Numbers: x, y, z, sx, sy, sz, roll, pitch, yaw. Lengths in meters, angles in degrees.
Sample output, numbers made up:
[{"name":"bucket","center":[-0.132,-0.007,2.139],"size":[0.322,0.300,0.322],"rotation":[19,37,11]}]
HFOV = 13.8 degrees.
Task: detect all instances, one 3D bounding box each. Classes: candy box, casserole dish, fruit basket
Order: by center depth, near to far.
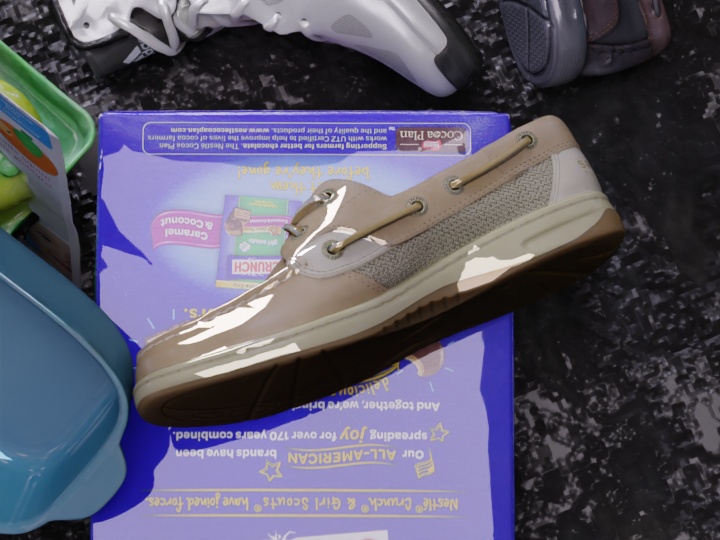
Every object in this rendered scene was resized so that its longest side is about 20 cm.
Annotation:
[{"name":"casserole dish","center":[-0.168,0.017,1.128],"size":[0.200,0.121,0.039],"rotation":[38,40,-5]},{"name":"fruit basket","center":[-0.184,-0.073,1.153],"size":[0.185,0.200,0.094],"rotation":[40,82,8]},{"name":"candy box","center":[-0.023,0.041,1.188],"size":[0.168,0.077,0.201],"rotation":[1,78,1]}]

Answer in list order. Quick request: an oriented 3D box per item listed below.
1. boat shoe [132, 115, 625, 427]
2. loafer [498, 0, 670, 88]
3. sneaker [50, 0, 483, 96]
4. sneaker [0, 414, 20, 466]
[{"name":"boat shoe","center":[0.000,0.000,1.124],"size":[0.199,0.072,0.065],"rotation":[-23,75,-12]},{"name":"loafer","center":[0.081,-0.177,1.239],"size":[0.063,0.072,0.201],"rotation":[-9,85,-19]},{"name":"sneaker","center":[-0.051,-0.108,1.229],"size":[0.200,0.076,0.115],"rotation":[38,91,16]},{"name":"sneaker","center":[-0.220,0.040,1.200],"size":[0.199,0.070,0.076],"rotation":[15,85,6]}]
